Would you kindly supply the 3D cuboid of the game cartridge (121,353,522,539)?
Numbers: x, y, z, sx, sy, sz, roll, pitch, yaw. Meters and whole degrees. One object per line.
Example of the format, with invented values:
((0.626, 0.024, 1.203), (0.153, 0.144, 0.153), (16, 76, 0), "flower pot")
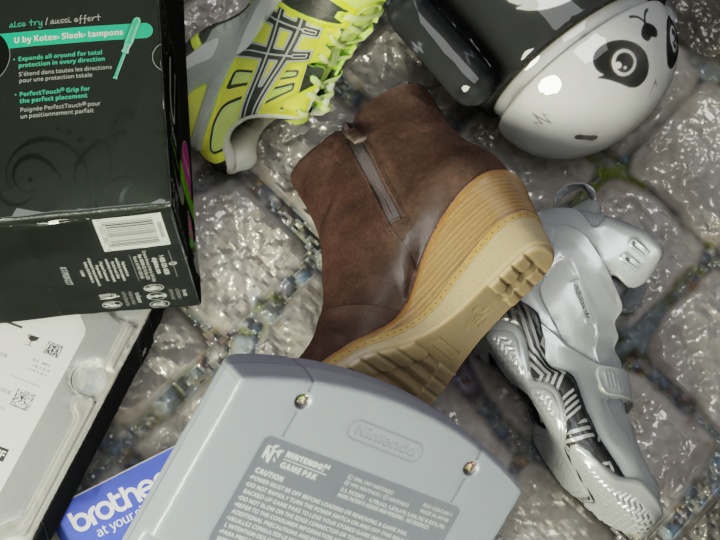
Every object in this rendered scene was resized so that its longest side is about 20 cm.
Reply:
((-0.014, 0.120, 1.333), (0.200, 0.040, 0.133), (25, 104, -34), "game cartridge")

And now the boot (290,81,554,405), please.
((0.000, 0.000, 1.405), (0.200, 0.072, 0.166), (-39, 46, 0), "boot")

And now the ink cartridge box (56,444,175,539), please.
((-0.061, 0.131, 1.394), (0.200, 0.044, 0.094), (-26, 76, -14), "ink cartridge box")

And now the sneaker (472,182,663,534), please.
((0.136, 0.044, 1.428), (0.115, 0.075, 0.200), (-32, 75, -12), "sneaker")

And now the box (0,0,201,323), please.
((-0.156, -0.093, 1.342), (0.124, 0.149, 0.200), (-6, 69, 0), "box")

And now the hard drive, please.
((-0.206, 0.067, 1.375), (0.140, 0.038, 0.200), (21, 62, 11), "hard drive")

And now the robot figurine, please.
((0.096, -0.160, 1.462), (0.150, 0.125, 0.200), (-37, 79, 2), "robot figurine")

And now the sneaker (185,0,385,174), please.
((-0.028, -0.129, 1.424), (0.075, 0.200, 0.076), (-17, 74, -54), "sneaker")
